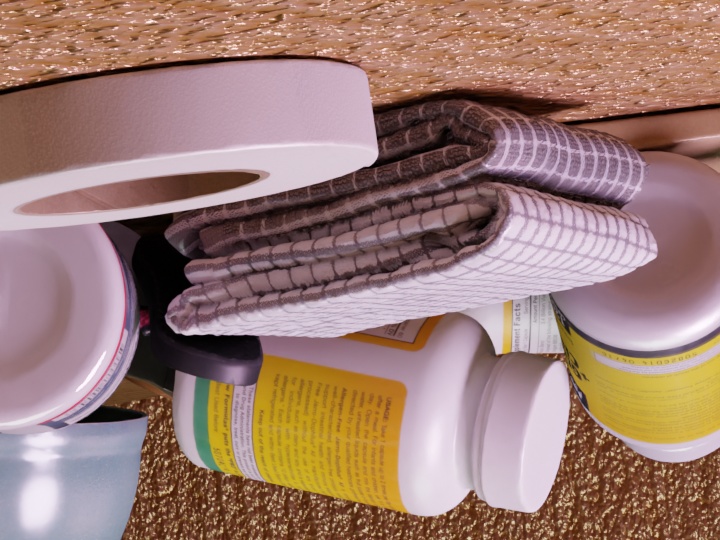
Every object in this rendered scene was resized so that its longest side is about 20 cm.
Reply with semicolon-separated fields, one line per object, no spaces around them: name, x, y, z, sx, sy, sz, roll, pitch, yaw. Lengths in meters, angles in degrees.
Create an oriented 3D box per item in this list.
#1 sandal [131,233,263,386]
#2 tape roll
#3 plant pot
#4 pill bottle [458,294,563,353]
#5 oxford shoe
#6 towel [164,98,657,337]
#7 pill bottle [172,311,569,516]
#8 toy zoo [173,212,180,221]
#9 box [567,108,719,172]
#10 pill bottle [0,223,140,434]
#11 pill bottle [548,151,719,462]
sandal;-0.086;0.027;1.452;0.075;0.045;0.200;13;-162;-7
tape roll;-0.092;-0.049;1.159;0.201;0.037;0.203;-8;175;-1
plant pot;-0.224;0.147;1.638;0.199;0.135;0.200;1;-179;0
pill bottle;0.118;-0.004;1.652;0.199;0.105;0.104;0;176;2
oxford shoe;-0.142;0.025;1.594;0.071;0.072;0.200;12;159;28
towel;0.021;-0.025;1.357;0.199;0.086;0.165;-13;172;29
pill bottle;0.008;0.071;1.537;0.199;0.114;0.113;10;-178;19
toy zoo;0.014;-0.024;1.540;0.199;0.021;0.131;-3;172;36
box;0.122;-0.060;1.531;0.199;0.021;0.163;-7;175;-12
pill bottle;-0.169;0.021;1.382;0.119;0.120;0.200;-8;176;-2
pill bottle;0.162;0.028;1.510;0.111;0.113;0.200;-9;152;6
